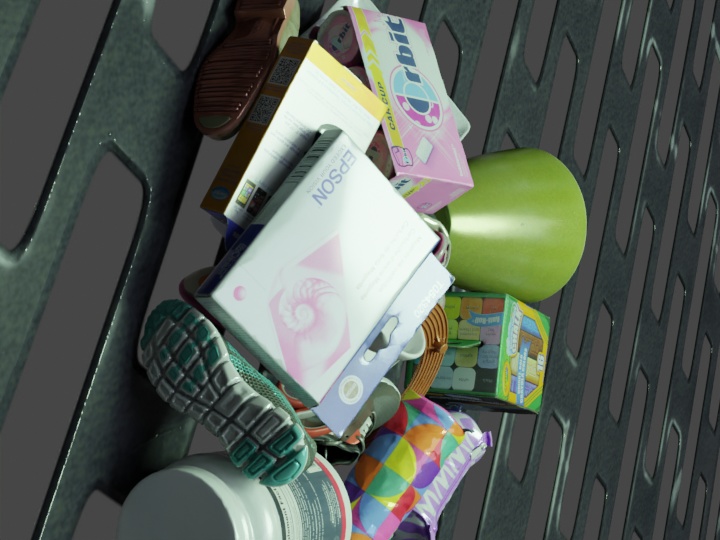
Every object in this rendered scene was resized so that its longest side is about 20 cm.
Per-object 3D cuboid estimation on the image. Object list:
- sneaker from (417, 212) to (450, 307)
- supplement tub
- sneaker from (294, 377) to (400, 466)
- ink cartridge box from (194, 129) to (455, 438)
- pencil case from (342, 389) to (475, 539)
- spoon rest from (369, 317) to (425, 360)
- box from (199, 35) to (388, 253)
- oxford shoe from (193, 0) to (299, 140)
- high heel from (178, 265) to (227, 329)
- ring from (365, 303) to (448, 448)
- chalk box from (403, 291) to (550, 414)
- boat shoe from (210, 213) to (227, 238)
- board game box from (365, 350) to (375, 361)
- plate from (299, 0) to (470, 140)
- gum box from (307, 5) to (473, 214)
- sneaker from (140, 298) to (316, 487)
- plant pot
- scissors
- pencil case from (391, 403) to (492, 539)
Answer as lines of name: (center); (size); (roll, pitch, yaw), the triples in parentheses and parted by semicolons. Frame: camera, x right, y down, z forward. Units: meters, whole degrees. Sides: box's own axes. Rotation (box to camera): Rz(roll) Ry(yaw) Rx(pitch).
sneaker: (0.056, -0.007, 1.612); (0.200, 0.088, 0.082); (54, 45, -50)
supplement tub: (-0.107, 0.227, 1.340); (0.200, 0.139, 0.142); (3, 90, -63)
sneaker: (-0.021, 0.166, 1.520); (0.199, 0.082, 0.078); (-17, 131, -43)
ink cartridge box: (-0.018, 0.014, 1.361); (0.200, 0.043, 0.197); (45, 69, -23)
pencil case: (0.033, 0.223, 1.612); (0.200, 0.088, 0.089); (-51, 142, -13)
spoon rest: (-0.005, 0.037, 1.445); (0.199, 0.061, 0.100); (10, 47, -48)
box: (-0.063, -0.094, 1.377); (0.119, 0.041, 0.201); (37, 78, -44)
oxford shoe: (-0.095, -0.186, 1.417); (0.074, 0.070, 0.201); (68, 36, -48)
high heel: (-0.111, 0.054, 1.441); (0.199, 0.096, 0.068); (11, 46, -48)
ring: (0.022, 0.113, 1.611); (0.200, 0.019, 0.202); (-30, 138, -30)
chalk box: (0.133, 0.094, 1.822); (0.200, 0.124, 0.125); (28, 67, -62)
boat shoe: (-0.075, -0.027, 1.472); (0.200, 0.071, 0.068); (50, 50, -43)
board game box: (0.000, 0.000, 1.645); (0.153, 0.040, 0.201); (-57, 140, -45)
plate: (0.010, -0.176, 1.585); (0.200, 0.032, 0.200); (50, 40, -10)
gum box: (0.028, -0.164, 1.519); (0.113, 0.066, 0.202); (6, 62, -45)
sneaker: (-0.111, 0.108, 1.315); (0.078, 0.200, 0.091); (-43, 162, 7)
plant pot: (0.132, -0.052, 1.781); (0.199, 0.186, 0.189); (-2, 94, -48)
scissors: (0.001, 0.116, 1.518); (0.199, 0.073, 0.014); (-14, 142, -38)
pencil case: (0.083, 0.245, 1.777); (0.200, 0.085, 0.085); (-51, 145, -48)
